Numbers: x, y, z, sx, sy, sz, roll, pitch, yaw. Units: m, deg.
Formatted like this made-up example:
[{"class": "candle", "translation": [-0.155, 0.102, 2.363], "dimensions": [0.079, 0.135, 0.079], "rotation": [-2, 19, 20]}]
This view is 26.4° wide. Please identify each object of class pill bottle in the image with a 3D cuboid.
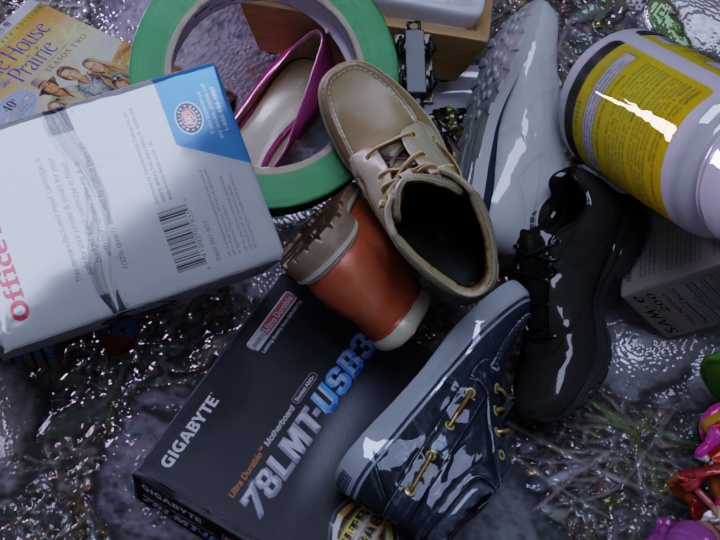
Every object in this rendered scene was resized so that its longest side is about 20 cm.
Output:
[{"class": "pill bottle", "translation": [0.236, -0.091, 1.086], "dimensions": [0.114, 0.114, 0.200], "rotation": [-19, 31, -17]}]

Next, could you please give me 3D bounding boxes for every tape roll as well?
[{"class": "tape roll", "translation": [-0.073, -0.142, 1.153], "dimensions": [0.200, 0.048, 0.201], "rotation": [1, 84, -7]}]

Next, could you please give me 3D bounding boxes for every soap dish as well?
[{"class": "soap dish", "translation": [0.009, -0.235, 1.276], "dimensions": [0.200, 0.081, 0.157], "rotation": [9, 43, 0]}]

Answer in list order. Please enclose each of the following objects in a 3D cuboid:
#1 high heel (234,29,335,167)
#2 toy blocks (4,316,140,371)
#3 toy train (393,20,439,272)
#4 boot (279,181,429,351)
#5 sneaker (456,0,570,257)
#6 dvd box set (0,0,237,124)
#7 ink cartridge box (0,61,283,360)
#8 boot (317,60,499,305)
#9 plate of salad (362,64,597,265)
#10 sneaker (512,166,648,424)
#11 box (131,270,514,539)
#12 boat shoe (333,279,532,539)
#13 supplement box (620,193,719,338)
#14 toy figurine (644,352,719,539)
[{"class": "high heel", "translation": [-0.084, -0.099, 1.186], "dimensions": [0.067, 0.096, 0.200], "rotation": [35, 60, 15]}, {"class": "toy blocks", "translation": [-0.234, 0.008, 1.115], "dimensions": [0.200, 0.100, 0.137], "rotation": [8, 69, -2]}, {"class": "toy train", "translation": [0.043, -0.095, 1.181], "dimensions": [0.034, 0.046, 0.200], "rotation": [-1, 76, 1]}, {"class": "boot", "translation": [0.000, 0.000, 1.116], "dimensions": [0.107, 0.200, 0.075], "rotation": [43, 101, -9]}, {"class": "sneaker", "translation": [0.125, -0.108, 1.180], "dimensions": [0.080, 0.076, 0.200], "rotation": [17, 83, -12]}, {"class": "dvd box set", "translation": [-0.219, -0.132, 1.219], "dimensions": [0.200, 0.029, 0.146], "rotation": [26, 49, 11]}, {"class": "ink cartridge box", "translation": [-0.174, -0.039, 1.052], "dimensions": [0.200, 0.084, 0.145], "rotation": [-19, 87, -16]}, {"class": "boot", "translation": [0.032, -0.066, 1.053], "dimensions": [0.073, 0.155, 0.200], "rotation": [-29, 87, 3]}, {"class": "plate of salad", "translation": [0.094, -0.093, 1.232], "dimensions": [0.200, 0.048, 0.200], "rotation": [3, 57, -4]}, {"class": "sneaker", "translation": [0.142, 0.015, 1.124], "dimensions": [0.091, 0.076, 0.200], "rotation": [36, 61, -36]}, {"class": "box", "translation": [-0.024, 0.124, 1.082], "dimensions": [0.198, 0.050, 0.200], "rotation": [30, 59, 11]}, {"class": "boat shoe", "translation": [0.076, 0.100, 1.046], "dimensions": [0.091, 0.071, 0.200], "rotation": [37, 65, 12]}, {"class": "supplement box", "translation": [0.297, -0.041, 1.138], "dimensions": [0.074, 0.200, 0.126], "rotation": [38, 48, -36]}, {"class": "toy figurine", "translation": [0.264, 0.171, 1.051], "dimensions": [0.200, 0.150, 0.184], "rotation": [30, 67, 38]}]
